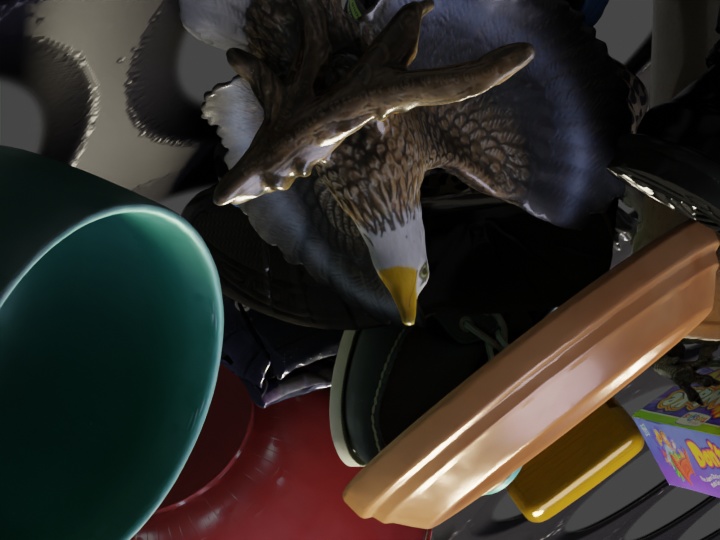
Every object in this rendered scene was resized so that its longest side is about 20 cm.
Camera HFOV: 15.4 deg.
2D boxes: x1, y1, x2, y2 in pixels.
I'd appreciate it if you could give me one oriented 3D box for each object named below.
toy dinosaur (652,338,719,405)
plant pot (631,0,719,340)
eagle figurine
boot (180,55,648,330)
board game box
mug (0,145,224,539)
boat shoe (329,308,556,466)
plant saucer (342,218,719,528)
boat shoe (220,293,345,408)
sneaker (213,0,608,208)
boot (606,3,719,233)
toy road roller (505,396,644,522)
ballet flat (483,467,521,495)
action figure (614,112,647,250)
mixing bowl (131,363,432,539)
[{"bbox_3d":[0.140,0.028,1.361,0.199,0.048,0.088,4,-159,-3],"label":"toy dinosaur"},{"bbox_3d":[0.213,-0.076,1.266,0.200,0.184,0.200,-6,-170,1],"label":"plant pot"},{"bbox_3d":[0.010,-0.049,1.039,0.200,0.151,0.151,4,104,-72],"label":"eagle figurine"},{"bbox_3d":[0.032,-0.044,1.214,0.199,0.073,0.151,-3,-149,22],"label":"boot"},{"bbox_3d":[0.236,0.063,1.309,0.134,0.045,0.200,-33,-169,-14],"label":"board game box"},{"bbox_3d":[-0.147,0.044,1.009,0.152,0.114,0.185,4,106,-56],"label":"mug"},{"bbox_3d":[0.054,0.017,1.239,0.200,0.062,0.073,-51,135,-37],"label":"boat shoe"},{"bbox_3d":[0.081,0.051,1.158,0.200,0.037,0.200,-36,172,-6],"label":"plant saucer"},{"bbox_3d":[0.000,0.000,1.283,0.200,0.093,0.075,-23,160,-34],"label":"boat shoe"},{"bbox_3d":[0.011,-0.096,1.114,0.199,0.071,0.083,-34,133,25],"label":"sneaker"},{"bbox_3d":[0.173,-0.091,1.084,0.158,0.079,0.211,-64,171,8],"label":"boot"},{"bbox_3d":[0.099,0.078,1.592,0.123,0.146,0.200,-35,163,2],"label":"toy road roller"},{"bbox_3d":[0.026,0.047,1.328,0.070,0.200,0.071,-5,116,-11],"label":"ballet flat"},{"bbox_3d":[0.138,-0.048,1.403,0.200,0.102,0.119,-41,177,9],"label":"action figure"},{"bbox_3d":[-0.075,0.112,1.323,0.200,0.200,0.108,-35,134,-2],"label":"mixing bowl"}]
